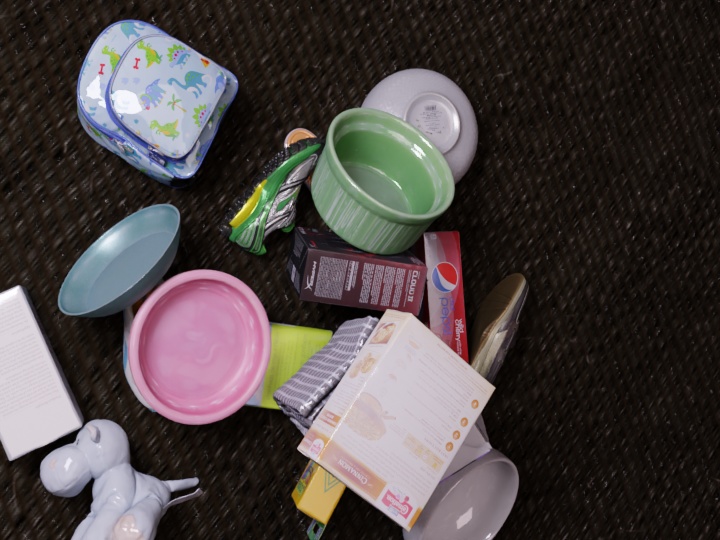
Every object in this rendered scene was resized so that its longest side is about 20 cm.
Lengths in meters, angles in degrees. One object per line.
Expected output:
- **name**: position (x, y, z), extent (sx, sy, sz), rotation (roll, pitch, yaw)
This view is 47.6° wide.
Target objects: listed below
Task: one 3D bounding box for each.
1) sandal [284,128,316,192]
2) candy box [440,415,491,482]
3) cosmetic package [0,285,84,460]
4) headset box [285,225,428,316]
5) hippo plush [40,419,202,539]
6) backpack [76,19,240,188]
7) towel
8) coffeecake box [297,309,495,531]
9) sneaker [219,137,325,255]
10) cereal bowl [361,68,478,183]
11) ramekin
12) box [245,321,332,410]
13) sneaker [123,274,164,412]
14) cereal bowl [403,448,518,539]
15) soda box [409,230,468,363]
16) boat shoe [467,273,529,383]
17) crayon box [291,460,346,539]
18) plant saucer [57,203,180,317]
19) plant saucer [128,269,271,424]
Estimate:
- **sandal**: position (-0.038, -0.128, 1.231), extent (0.079, 0.059, 0.207), rotation (-44, 99, -14)
- **candy box**: position (0.090, 0.232, 1.151), extent (0.166, 0.200, 0.072), rotation (-34, 96, 7)
- **cosmetic package**: position (-0.454, 0.134, 1.086), extent (0.100, 0.071, 0.204), rotation (-23, 93, -16)
- **headset box**: position (0.000, 0.000, 1.183), extent (0.195, 0.149, 0.077), rotation (9, 103, -15)
- **hippo plush**: position (-0.329, 0.280, 1.069), extent (0.197, 0.159, 0.163), rotation (-31, 96, -15)
- **backpack**: position (-0.283, -0.238, 1.121), extent (0.197, 0.147, 0.186), rotation (28, 77, -10)
- **towel**: position (-0.031, 0.143, 1.097), extent (0.165, 0.200, 0.086), rotation (-42, 96, -16)
- **coffeecake box**: position (0.045, 0.177, 0.980), extent (0.153, 0.073, 0.202), rotation (40, 76, -19)
- **sneaker**: position (-0.116, -0.112, 1.199), extent (0.085, 0.078, 0.201), rotation (40, 94, -20)
- **cereal bowl**: position (0.097, -0.217, 1.265), extent (0.195, 0.083, 0.206), rotation (1, 87, -15)
- **ramekin**: position (0.025, -0.120, 1.145), extent (0.196, 0.098, 0.203), rotation (18, 45, -19)
- **box**: position (-0.145, 0.136, 1.189), extent (0.195, 0.048, 0.125), rotation (9, 84, -16)
- **sneaker**: position (-0.294, 0.096, 1.131), extent (0.075, 0.081, 0.206), rotation (-10, 91, -18)
- **cereal bowl**: position (0.138, 0.340, 1.210), extent (0.197, 0.083, 0.204), rotation (-20, 128, -29)
- **soda box**: position (0.120, 0.044, 1.261), extent (0.062, 0.070, 0.206), rotation (-3, 87, -18)
- **boat shoe**: position (0.214, 0.101, 1.291), extent (0.064, 0.073, 0.202), rotation (35, 81, -22)
- **crayon box**: position (-0.042, 0.280, 1.168), extent (0.051, 0.126, 0.203), rotation (29, 79, -4)
- **plant saucer**: position (-0.312, -0.006, 1.087), extent (0.200, 0.199, 0.036), rotation (-44, 124, -13)
- **plant saucer**: position (-0.217, 0.101, 1.100), extent (0.196, 0.050, 0.207), rotation (-3, 95, -31)
